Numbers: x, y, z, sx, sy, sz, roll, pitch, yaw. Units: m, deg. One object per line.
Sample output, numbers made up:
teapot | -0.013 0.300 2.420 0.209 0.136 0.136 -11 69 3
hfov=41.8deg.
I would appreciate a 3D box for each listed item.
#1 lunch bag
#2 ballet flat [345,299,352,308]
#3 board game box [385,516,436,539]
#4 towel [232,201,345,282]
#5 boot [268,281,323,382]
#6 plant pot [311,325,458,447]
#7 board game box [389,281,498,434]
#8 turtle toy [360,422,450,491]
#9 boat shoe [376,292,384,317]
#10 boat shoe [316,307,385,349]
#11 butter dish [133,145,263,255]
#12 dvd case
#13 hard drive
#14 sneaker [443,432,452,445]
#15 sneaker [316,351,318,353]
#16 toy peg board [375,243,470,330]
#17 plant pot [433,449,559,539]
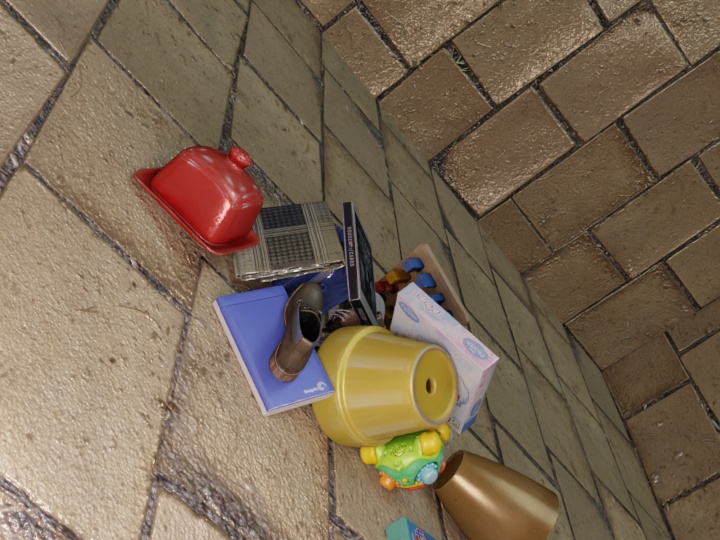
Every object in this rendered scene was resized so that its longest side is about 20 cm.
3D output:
lunch bag | -0.094 -0.018 1.760 0.132 0.135 0.201 43 22 -33
ballet flat | -0.009 0.048 1.979 0.068 0.068 0.201 34 27 -51
board game box | 0.126 0.511 1.527 0.200 0.045 0.153 42 22 -34
towel | -0.134 -0.050 1.670 0.201 0.190 0.035 -108 -167 -51
boot | -0.078 0.075 1.474 0.074 0.097 0.201 28 45 -14
plant pot | 0.049 0.189 1.545 0.200 0.187 0.203 9 78 -48
board game box | 0.131 0.151 1.607 0.200 0.043 0.200 42 -32 24
turtle toy | 0.093 0.326 1.657 0.200 0.144 0.102 -16 93 -71
boat shoe | -0.002 0.133 1.844 0.072 0.066 0.202 28 50 -29
boat shoe | -0.030 0.106 1.725 0.199 0.072 0.073 0 91 -51
butter dish | -0.234 -0.140 1.551 0.200 0.148 0.199 44 18 7
dvd case | 0.000 0.000 1.688 0.151 0.024 0.202 64 19 -57
hard drive | -0.137 0.122 1.486 0.131 0.025 0.201 -10 63 -40
sneaker | 0.100 0.286 1.773 0.200 0.104 0.076 40 25 -38
sneaker | -0.019 0.188 1.697 0.200 0.076 0.091 31 23 -57
toy peg board | 0.098 0.081 2.019 0.097 0.199 0.201 -5 60 -52
plant pot | 0.243 0.437 1.791 0.200 0.187 0.187 40 19 -6
